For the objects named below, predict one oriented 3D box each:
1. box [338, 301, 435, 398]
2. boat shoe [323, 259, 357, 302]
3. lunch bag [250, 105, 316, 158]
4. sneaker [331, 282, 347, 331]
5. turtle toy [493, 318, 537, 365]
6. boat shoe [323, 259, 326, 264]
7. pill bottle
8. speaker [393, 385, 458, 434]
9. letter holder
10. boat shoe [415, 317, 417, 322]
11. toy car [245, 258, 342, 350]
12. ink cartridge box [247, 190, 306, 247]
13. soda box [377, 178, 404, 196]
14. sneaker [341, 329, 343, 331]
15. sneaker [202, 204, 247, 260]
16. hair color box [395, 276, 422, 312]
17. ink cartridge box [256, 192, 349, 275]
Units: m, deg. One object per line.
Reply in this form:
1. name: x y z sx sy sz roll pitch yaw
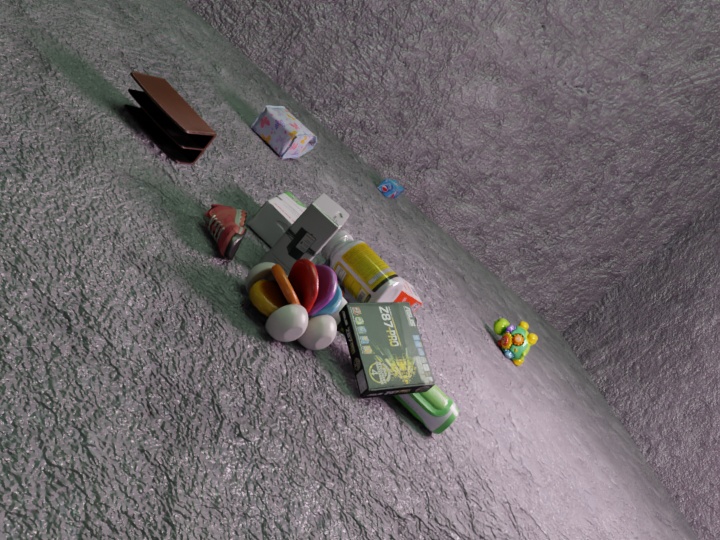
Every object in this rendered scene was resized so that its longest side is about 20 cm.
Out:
1. box: 0.054 0.163 1.403 0.161 0.049 0.200 2 57 -29
2. boat shoe: -0.025 0.045 1.713 0.200 0.072 0.062 52 1 -10
3. lunch bag: -0.261 -0.486 2.357 0.170 0.127 0.200 44 25 6
4. sneaker: -0.084 0.059 1.509 0.108 0.067 0.201 37 14 -20
5. turtle toy: 0.580 0.261 2.560 0.101 0.146 0.200 11 29 -24
6. boat shoe: -0.038 -0.016 1.810 0.070 0.070 0.200 46 14 10
7. pill bottle: 0.000 0.000 1.607 0.200 0.112 0.112 46 15 19
8. speaker: 0.120 0.263 1.462 0.200 0.088 0.088 44 16 0
9. letter holder: -0.463 -0.354 1.558 0.200 0.101 0.142 46 18 7
10. boat shoe: 0.112 0.160 1.737 0.074 0.067 0.200 42 16 -8
11. toy car: -0.114 0.047 1.304 0.200 0.150 0.175 25 24 -50
12. ink cartridge box: -0.180 -0.112 1.669 0.146 0.084 0.200 44 16 -2
13. soda box: 0.150 -0.404 3.283 0.068 0.064 0.200 47 16 9
14. sneaker: 0.032 0.143 1.568 0.200 0.074 0.084 39 20 -19
15. sneaker: -0.290 -0.084 1.389 0.087 0.074 0.200 24 18 -18
16. hair color box: 0.085 0.048 1.970 0.200 0.061 0.102 32 20 -34
17. ink cartridge box: -0.126 -0.066 1.470 0.083 0.200 0.147 42 15 -5
